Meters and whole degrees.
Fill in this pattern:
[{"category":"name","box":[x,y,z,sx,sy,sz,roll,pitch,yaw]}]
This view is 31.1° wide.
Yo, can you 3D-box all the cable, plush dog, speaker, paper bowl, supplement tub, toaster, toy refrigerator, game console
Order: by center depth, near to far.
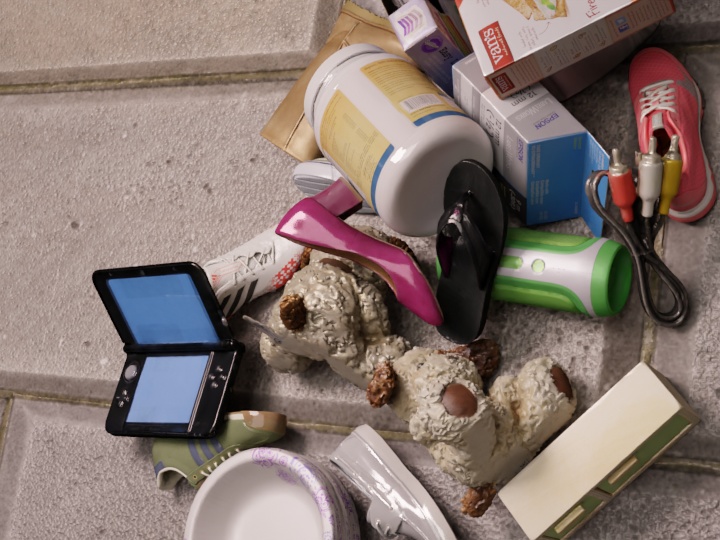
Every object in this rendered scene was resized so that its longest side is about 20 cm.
[{"category":"cable","box":[0.281,-0.033,1.287,0.096,0.050,0.202,-12,103,-8]},{"category":"toy refrigerator","box":[0.241,0.189,1.296,0.200,0.076,0.070,-44,59,11]},{"category":"plush dog","box":[0.100,0.145,1.355,0.172,0.198,0.162,46,130,41]},{"category":"speaker","box":[0.184,-0.003,1.380,0.198,0.088,0.089,9,79,32]},{"category":"supplement tub","box":[0.037,-0.147,1.416,0.145,0.144,0.200,-48,50,9]},{"category":"toaster","box":[0.224,-0.275,1.417,0.199,0.129,0.114,-37,59,16]},{"category":"paper bowl","box":[-0.090,0.304,1.436,0.199,0.104,0.203,-9,71,27]},{"category":"plush dog","box":[-0.026,0.021,1.467,0.198,0.161,0.173,8,56,32]},{"category":"game console","box":[-0.248,0.098,1.536,0.199,0.116,0.178,-4,61,40]}]

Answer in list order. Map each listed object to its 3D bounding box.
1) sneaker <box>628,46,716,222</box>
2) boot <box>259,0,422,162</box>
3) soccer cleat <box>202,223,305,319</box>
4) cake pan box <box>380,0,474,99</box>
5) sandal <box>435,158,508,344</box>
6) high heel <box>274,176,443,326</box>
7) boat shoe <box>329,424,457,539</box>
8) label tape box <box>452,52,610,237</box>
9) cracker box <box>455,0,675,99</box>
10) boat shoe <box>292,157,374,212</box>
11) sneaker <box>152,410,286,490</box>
[{"category":"sneaker","box":[0.322,-0.155,1.348,0.073,0.087,0.202,-19,66,22]},{"category":"boot","box":[-0.014,-0.213,1.579,0.175,0.066,0.201,35,93,45]},{"category":"soccer cleat","box":[-0.146,0.003,1.572,0.199,0.085,0.069,-37,60,16]},{"category":"cake pan box","box":[0.076,-0.290,1.466,0.052,0.200,0.185,-33,59,17]},{"category":"sandal","box":[0.109,-0.014,1.343,0.075,0.048,0.203,16,114,30]},{"category":"high heel","box":[0.000,0.000,1.375,0.096,0.068,0.200,-37,71,-10]},{"category":"boat shoe","box":[0.035,0.250,1.388,0.068,0.072,0.200,-37,58,-9]},{"category":"label tape box","box":[0.179,-0.126,1.383,0.066,0.144,0.201,-28,57,-13]},{"category":"cracker box","box":[0.201,-0.281,1.315,0.199,0.058,0.135,-26,62,16]},{"category":"boat shoe","box":[0.015,-0.109,1.533,0.198,0.072,0.063,10,62,24]},{"category":"sneaker","box":[-0.170,0.219,1.533,0.198,0.067,0.091,-9,70,34]}]
